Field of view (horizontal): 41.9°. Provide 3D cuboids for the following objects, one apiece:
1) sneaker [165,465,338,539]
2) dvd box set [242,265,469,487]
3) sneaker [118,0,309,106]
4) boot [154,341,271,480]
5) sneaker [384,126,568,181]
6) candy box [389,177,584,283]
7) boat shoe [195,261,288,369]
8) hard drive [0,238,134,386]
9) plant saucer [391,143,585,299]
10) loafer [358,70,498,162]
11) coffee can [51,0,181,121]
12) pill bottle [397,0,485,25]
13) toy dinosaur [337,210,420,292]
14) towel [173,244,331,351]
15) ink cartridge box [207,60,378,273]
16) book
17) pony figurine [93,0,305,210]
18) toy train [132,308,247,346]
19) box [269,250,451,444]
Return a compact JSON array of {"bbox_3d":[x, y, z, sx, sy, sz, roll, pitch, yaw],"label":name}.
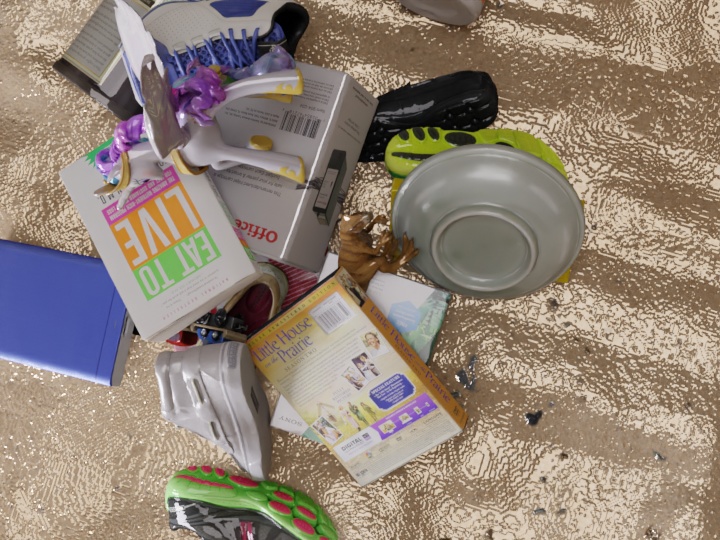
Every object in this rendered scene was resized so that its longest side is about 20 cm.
[{"bbox_3d":[-0.116,0.275,1.015,0.199,0.077,0.084,18,105,10],"label":"sneaker"},{"bbox_3d":[-0.008,0.111,0.946,0.146,0.029,0.200,-37,98,31],"label":"dvd box set"},{"bbox_3d":[-0.130,-0.226,0.926,0.199,0.081,0.115,-33,45,-19],"label":"sneaker"},{"bbox_3d":[-0.151,0.148,0.977,0.095,0.201,0.074,-3,41,6],"label":"boot"},{"bbox_3d":[0.125,-0.108,1.014,0.199,0.084,0.074,9,65,2],"label":"sneaker"},{"bbox_3d":[0.130,-0.041,1.001,0.199,0.103,0.026,7,46,7],"label":"candy box"},{"bbox_3d":[-0.142,0.085,1.014,0.074,0.066,0.201,23,99,-3],"label":"boat shoe"},{"bbox_3d":[-0.343,0.044,1.051,0.199,0.025,0.133,10,86,20],"label":"hard drive"},{"bbox_3d":[0.126,-0.033,0.956,0.199,0.201,0.050,9,43,7],"label":"plant saucer"},{"bbox_3d":[0.053,-0.172,1.039,0.199,0.068,0.071,-13,45,13],"label":"loafer"},{"bbox_3d":[-0.217,-0.255,1.027,0.146,0.146,0.200,36,89,8],"label":"coffee can"},{"bbox_3d":[0.111,-0.383,1.021,0.114,0.114,0.201,22,87,7],"label":"pill bottle"},{"bbox_3d":[0.000,0.000,0.966,0.106,0.201,0.060,-24,49,-24],"label":"toy dinosaur"},{"bbox_3d":[-0.129,0.005,1.058,0.199,0.023,0.145,-15,84,4],"label":"towel"},{"bbox_3d":[-0.088,-0.115,0.992,0.145,0.084,0.201,19,87,26],"label":"ink cartridge box"},{"bbox_3d":[-0.201,-0.048,0.949,0.133,0.048,0.201,-32,78,7],"label":"book"},{"bbox_3d":[-0.154,-0.145,0.858,0.199,0.194,0.167,-10,44,-13],"label":"pony figurine"},{"bbox_3d":[-0.191,0.059,1.000,0.199,0.034,0.046,4,77,43],"label":"toy train"},{"bbox_3d":[0.000,0.096,1.021,0.144,0.036,0.201,18,90,2],"label":"box"}]
